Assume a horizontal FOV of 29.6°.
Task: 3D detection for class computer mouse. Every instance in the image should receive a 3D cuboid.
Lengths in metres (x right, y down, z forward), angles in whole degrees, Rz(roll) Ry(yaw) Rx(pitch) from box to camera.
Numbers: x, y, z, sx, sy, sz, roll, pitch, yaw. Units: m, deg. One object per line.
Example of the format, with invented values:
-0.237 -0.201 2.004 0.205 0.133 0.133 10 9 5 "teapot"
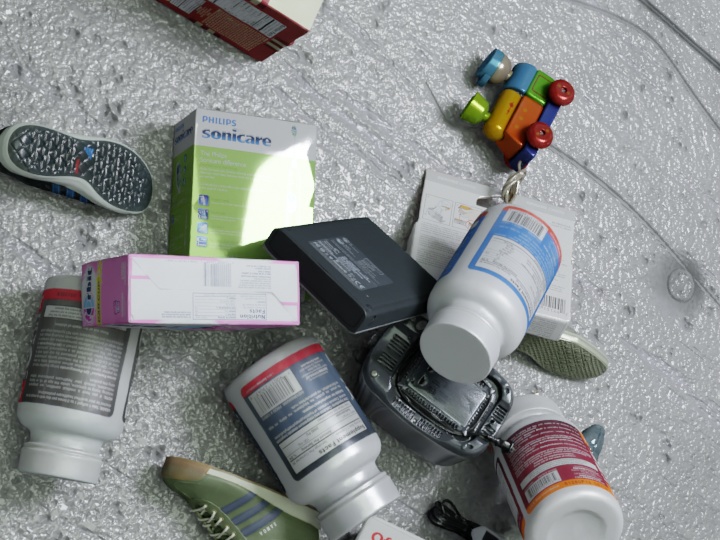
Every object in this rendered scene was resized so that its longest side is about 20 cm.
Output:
0.151 0.322 1.531 0.110 0.200 0.044 40 83 -19 "computer mouse"

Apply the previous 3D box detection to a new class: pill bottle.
-0.290 0.113 1.402 0.110 0.111 0.202 15 77 -22 "pill bottle"
0.211 0.230 1.517 0.109 0.200 0.110 -4 119 -8 "pill bottle"
-0.048 0.183 1.473 0.119 0.120 0.201 -29 80 -25 "pill bottle"
0.138 0.027 1.482 0.112 0.112 0.200 47 47 -12 "pill bottle"

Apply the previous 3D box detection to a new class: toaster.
0.084 0.144 1.542 0.199 0.129 0.114 36 70 0 "toaster"

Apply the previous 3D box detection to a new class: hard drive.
0.000 0.000 1.468 0.139 0.033 0.200 43 23 18 "hard drive"

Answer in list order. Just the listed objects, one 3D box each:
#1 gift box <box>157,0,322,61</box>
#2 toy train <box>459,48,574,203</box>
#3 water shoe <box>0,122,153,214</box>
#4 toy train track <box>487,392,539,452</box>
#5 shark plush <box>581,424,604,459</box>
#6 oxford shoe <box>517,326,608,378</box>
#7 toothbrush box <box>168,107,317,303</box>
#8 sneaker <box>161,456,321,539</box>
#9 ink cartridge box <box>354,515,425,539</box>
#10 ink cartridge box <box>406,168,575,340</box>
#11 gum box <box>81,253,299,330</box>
-0.121 -0.371 1.504 0.199 0.184 0.188 31 73 -24 "gift box"
0.169 -0.171 1.660 0.115 0.085 0.201 32 64 -6 "toy train"
-0.309 -0.113 1.448 0.199 0.078 0.072 23 76 -47 "water shoe"
0.148 0.148 1.643 0.114 0.033 0.201 -27 89 -18 "toy train track"
0.230 0.259 1.603 0.091 0.083 0.200 53 41 -4 "shark plush"
0.223 0.075 1.666 0.199 0.075 0.058 26 46 -20 "oxford shoe"
-0.131 -0.066 1.511 0.144 0.086 0.202 5 82 -24 "toothbrush box"
-0.132 0.275 1.474 0.199 0.067 0.091 26 68 -22 "sneaker"
0.030 0.394 1.494 0.145 0.084 0.201 24 72 11 "ink cartridge box"
0.155 -0.020 1.630 0.198 0.045 0.177 16 50 -5 "ink cartridge box"
-0.164 0.024 1.360 0.199 0.113 0.067 3 84 -34 "gum box"
